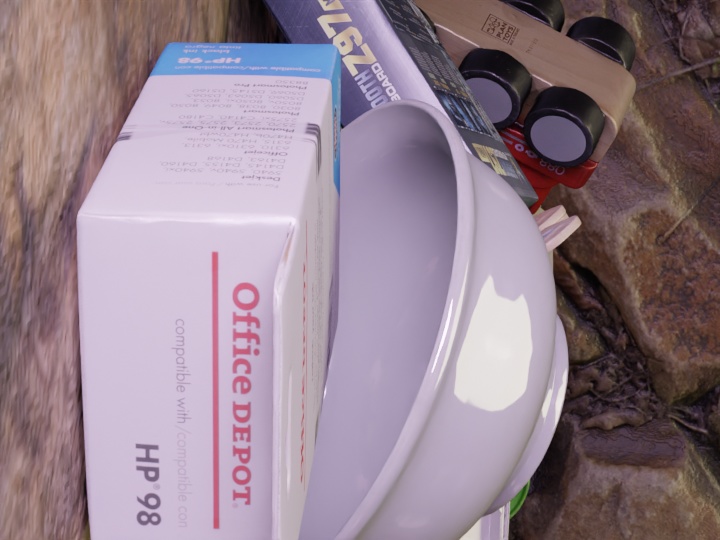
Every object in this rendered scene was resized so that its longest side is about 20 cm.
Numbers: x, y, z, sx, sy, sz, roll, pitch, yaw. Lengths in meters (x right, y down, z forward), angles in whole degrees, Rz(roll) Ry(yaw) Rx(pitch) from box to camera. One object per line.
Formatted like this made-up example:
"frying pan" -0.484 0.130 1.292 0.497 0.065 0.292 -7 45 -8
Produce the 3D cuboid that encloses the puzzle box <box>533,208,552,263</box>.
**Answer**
"puzzle box" 0.056 -0.046 1.327 0.025 0.200 0.133 -43 -157 32

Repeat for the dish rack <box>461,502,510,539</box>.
"dish rack" 0.021 0.075 0.994 0.043 0.171 0.201 -5 -101 53

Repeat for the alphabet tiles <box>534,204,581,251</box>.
"alphabet tiles" 0.048 0.024 1.167 0.200 0.195 0.015 -40 100 -37

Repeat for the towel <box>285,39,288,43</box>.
"towel" -0.024 -0.151 1.145 0.200 0.024 0.145 -61 155 -81

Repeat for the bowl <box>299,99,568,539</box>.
"bowl" 0.020 0.041 0.746 0.201 0.090 0.202 -46 -147 41

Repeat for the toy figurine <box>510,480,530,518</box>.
"toy figurine" 0.036 0.178 1.421 0.200 0.150 0.184 -58 -167 6

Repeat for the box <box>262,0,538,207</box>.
"box" 0.022 -0.090 0.960 0.158 0.051 0.200 57 11 4

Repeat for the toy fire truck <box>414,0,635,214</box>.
"toy fire truck" 0.067 -0.102 1.208 0.129 0.176 0.200 -63 180 -41

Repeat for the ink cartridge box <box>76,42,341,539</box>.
"ink cartridge box" -0.047 0.011 0.605 0.200 0.066 0.116 -80 172 -65
